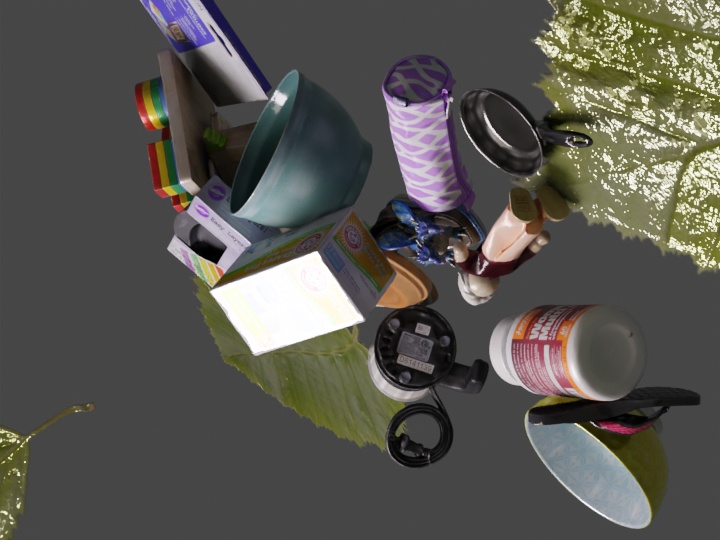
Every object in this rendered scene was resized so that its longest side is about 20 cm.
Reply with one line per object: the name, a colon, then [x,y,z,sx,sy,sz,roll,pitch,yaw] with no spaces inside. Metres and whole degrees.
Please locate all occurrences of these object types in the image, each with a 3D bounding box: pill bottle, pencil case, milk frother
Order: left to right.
milk frother: [0.073,0.174,1.932,0.180,0.201,0.188,35,170,5]
pencil case: [0.081,-0.153,1.526,0.085,0.084,0.201,13,148,21]
pill bottle: [0.242,0.096,1.605,0.110,0.110,0.200,53,159,-15]

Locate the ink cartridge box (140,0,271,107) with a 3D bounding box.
ink cartridge box: [-0.205,-0.317,1.843,0.199,0.043,0.200,55,161,-19]

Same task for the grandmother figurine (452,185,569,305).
grandmother figurine: [0.160,-0.022,1.543,0.200,0.120,0.061,118,152,-56]

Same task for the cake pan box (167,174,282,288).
cake pan box: [-0.167,-0.022,1.853,0.200,0.052,0.184,41,148,-2]

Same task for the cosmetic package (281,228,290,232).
cosmetic package: [-0.076,-0.013,2.080,0.201,0.087,0.103,51,159,-11]

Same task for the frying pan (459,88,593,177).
frying pan: [0.167,-0.157,1.406,0.115,0.031,0.190,49,156,-6]

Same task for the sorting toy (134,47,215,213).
sorting toy: [-0.255,-0.181,1.913,0.200,0.069,0.201,50,-153,-71]

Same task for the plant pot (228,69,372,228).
plant pot: [-0.067,-0.137,1.727,0.133,0.202,0.200,24,165,-16]

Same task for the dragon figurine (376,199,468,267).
dragon figurine: [0.059,-0.047,1.604,0.099,0.059,0.199,16,-174,-37]

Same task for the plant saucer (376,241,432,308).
plant saucer: [0.000,0.000,1.824,0.198,0.038,0.200,22,165,6]

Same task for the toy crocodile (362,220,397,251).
toy crocodile: [0.012,-0.035,1.919,0.068,0.062,0.200,48,165,-4]

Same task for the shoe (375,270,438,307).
shoe: [0.047,0.032,1.963,0.070,0.053,0.199,54,159,-18]

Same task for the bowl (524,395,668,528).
bowl: [0.313,0.211,1.677,0.200,0.108,0.201,40,159,19]

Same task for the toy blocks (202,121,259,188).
toy blocks: [-0.120,-0.136,1.902,0.135,0.100,0.201,-11,129,16]

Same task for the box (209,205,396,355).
box: [-0.072,0.015,1.685,0.199,0.102,0.113,-18,114,39]

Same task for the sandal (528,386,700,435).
sandal: [0.295,0.169,1.560,0.075,0.198,0.046,-29,-70,-84]

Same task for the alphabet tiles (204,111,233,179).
alphabet tiles: [-0.188,-0.126,1.963,0.196,0.014,0.202,42,-141,-77]

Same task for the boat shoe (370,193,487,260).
boat shoe: [0.084,-0.048,1.714,0.073,0.072,0.199,55,158,-21]
